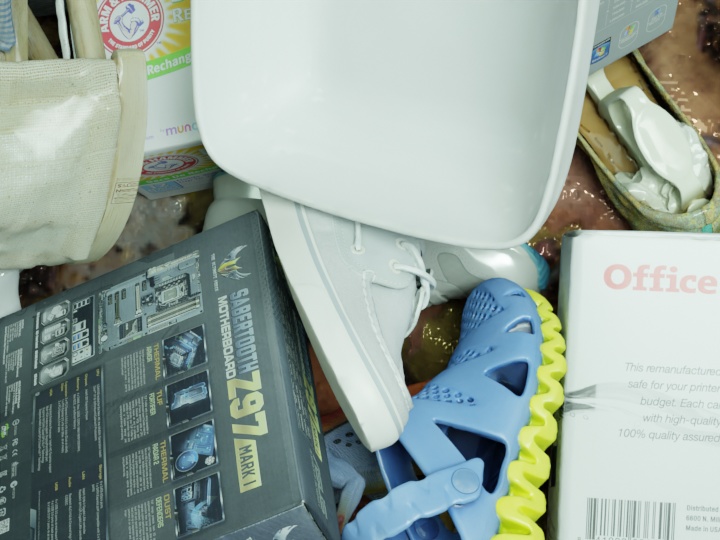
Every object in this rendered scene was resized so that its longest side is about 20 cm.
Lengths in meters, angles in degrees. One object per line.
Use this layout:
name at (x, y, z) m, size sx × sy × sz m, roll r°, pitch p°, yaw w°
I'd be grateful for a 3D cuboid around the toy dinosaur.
toy dinosaur at (-0.016, 0.103, 0.745) m, size 0.179 × 0.105 × 0.202 m, roll 16°, pitch 50°, yaw -11°

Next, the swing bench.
swing bench at (-0.221, -0.101, 0.675) m, size 0.197 × 0.130 × 0.202 m, roll -9°, pitch 68°, yaw -36°

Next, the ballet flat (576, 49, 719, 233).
ballet flat at (0.135, -0.098, 0.783) m, size 0.070 × 0.071 × 0.201 m, roll -34°, pitch 78°, yaw 2°

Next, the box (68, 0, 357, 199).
box at (-0.048, -0.115, 0.789) m, size 0.197 × 0.112 × 0.103 m, roll -11°, pitch 81°, yaw 8°

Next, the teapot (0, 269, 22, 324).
teapot at (-0.262, -0.047, 0.797) m, size 0.195 × 0.146 × 0.202 m, roll 17°, pitch 55°, yaw -22°

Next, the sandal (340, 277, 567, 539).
sandal at (0.045, 0.080, 0.671) m, size 0.086 × 0.080 × 0.201 m, roll 18°, pitch 47°, yaw -4°

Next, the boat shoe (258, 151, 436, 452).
boat shoe at (0.000, 0.000, 0.688) m, size 0.068 × 0.073 × 0.201 m, roll -21°, pitch 37°, yaw 0°

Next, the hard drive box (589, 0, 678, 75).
hard drive box at (0.093, -0.218, 0.700) m, size 0.076 × 0.201 × 0.156 m, roll -29°, pitch 62°, yaw -15°

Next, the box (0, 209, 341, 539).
box at (-0.099, 0.076, 0.682) m, size 0.156 × 0.051 × 0.201 m, roll -23°, pitch 42°, yaw 8°

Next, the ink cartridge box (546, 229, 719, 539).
ink cartridge box at (0.170, 0.082, 0.719) m, size 0.144 × 0.084 × 0.203 m, roll 3°, pitch 93°, yaw 4°

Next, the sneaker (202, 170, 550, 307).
sneaker at (0.006, -0.001, 0.785) m, size 0.198 × 0.076 × 0.082 m, roll 9°, pitch 81°, yaw 19°

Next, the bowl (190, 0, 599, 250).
bowl at (0.021, -0.126, 0.647) m, size 0.198 × 0.074 × 0.202 m, roll 17°, pitch 115°, yaw 26°

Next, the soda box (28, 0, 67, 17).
soda box at (-0.128, -0.202, 0.826) m, size 0.197 × 0.064 × 0.071 m, roll -8°, pitch 41°, yaw 7°
